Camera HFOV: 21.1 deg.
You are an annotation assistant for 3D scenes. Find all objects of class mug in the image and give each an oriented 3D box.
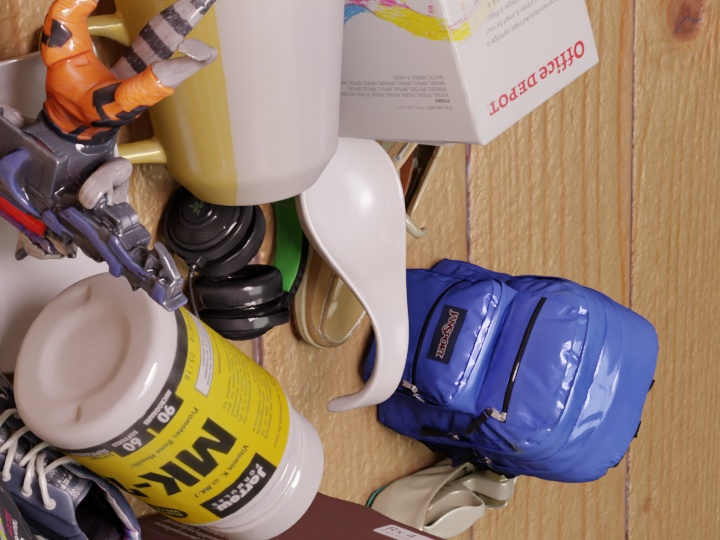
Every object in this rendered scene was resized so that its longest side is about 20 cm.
[{"bbox_3d":[-0.094,-0.127,1.242,0.149,0.186,0.153,-56,143,-63],"label":"mug"}]

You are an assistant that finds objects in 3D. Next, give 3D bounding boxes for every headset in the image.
[{"bbox_3d":[-0.104,-0.004,1.326,0.200,0.094,0.124,-55,136,-47],"label":"headset"}]

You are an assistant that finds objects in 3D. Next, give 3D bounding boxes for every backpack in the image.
[{"bbox_3d":[0.114,0.080,1.490,0.168,0.200,0.163,20,85,-42],"label":"backpack"}]

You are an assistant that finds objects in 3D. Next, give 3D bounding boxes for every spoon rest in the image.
[{"bbox_3d":[0.000,0.000,1.370,0.099,0.061,0.200,-10,96,-44],"label":"spoon rest"}]

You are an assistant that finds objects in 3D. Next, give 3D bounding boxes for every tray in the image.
[{"bbox_3d":[-0.198,-0.039,1.197,0.107,0.022,0.200,-18,117,-17],"label":"tray"}]

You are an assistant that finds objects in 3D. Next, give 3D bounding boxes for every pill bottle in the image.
[{"bbox_3d":[-0.113,0.092,1.207,0.200,0.114,0.114,41,69,-48],"label":"pill bottle"}]

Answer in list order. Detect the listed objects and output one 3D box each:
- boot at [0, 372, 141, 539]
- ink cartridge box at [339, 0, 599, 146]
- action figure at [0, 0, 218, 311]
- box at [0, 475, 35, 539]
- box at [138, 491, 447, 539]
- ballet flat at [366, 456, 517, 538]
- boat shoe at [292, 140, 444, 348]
[{"bbox_3d":[-0.211,0.110,1.193,0.073,0.090,0.200,-58,138,-21],"label":"boot"},{"bbox_3d":[0.048,-0.203,1.315,0.145,0.144,0.200,-36,119,-38],"label":"ink cartridge box"},{"bbox_3d":[-0.141,-0.071,1.114,0.105,0.200,0.194,-24,153,-56],"label":"action figure"},{"bbox_3d":[-0.237,0.207,1.139,0.106,0.122,0.200,-20,125,-1],"label":"box"},{"bbox_3d":[-0.056,0.277,1.370,0.164,0.166,0.200,-9,107,-48],"label":"box"},{"bbox_3d":[0.087,0.184,1.598,0.200,0.069,0.070,-25,119,-45],"label":"ballet flat"},{"bbox_3d":[0.012,-0.034,1.434,0.072,0.076,0.200,24,83,-53],"label":"boat shoe"}]
